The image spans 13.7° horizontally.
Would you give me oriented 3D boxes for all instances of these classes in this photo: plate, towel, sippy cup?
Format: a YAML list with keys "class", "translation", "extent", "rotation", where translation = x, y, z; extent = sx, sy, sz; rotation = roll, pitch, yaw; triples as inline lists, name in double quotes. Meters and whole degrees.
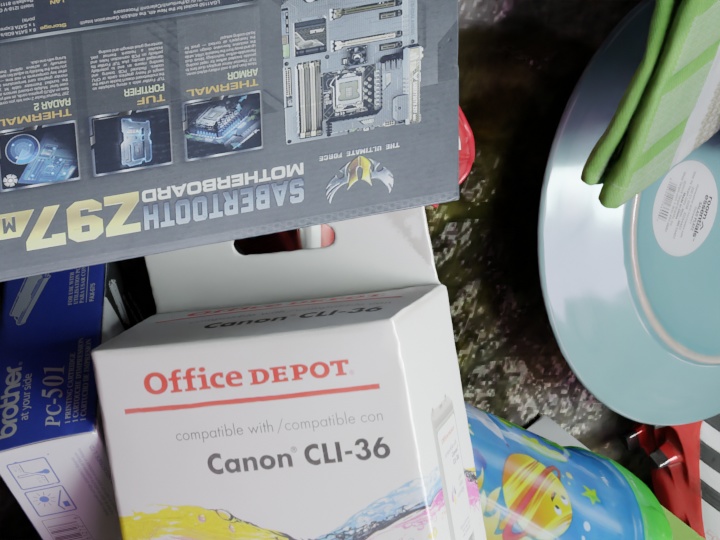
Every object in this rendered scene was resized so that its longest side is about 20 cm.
- class: "plate"
  translation: [0.154, -0.029, 1.279]
  extent: [0.200, 0.026, 0.200]
  rotation: [-14, 111, -40]
- class: "towel"
  translation: [0.162, -0.122, 1.178]
  extent: [0.200, 0.031, 0.149]
  rotation: [-36, 153, -44]
- class: "sippy cup"
  translation: [0.033, 0.110, 1.180]
  extent: [0.130, 0.178, 0.140]
  rotation: [35, 58, -37]

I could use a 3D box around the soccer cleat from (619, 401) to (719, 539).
- class: "soccer cleat"
  translation: [0.168, 0.101, 1.387]
  extent: [0.085, 0.069, 0.200]
  rotation: [-28, 128, -17]

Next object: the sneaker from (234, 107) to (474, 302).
- class: "sneaker"
  translation: [0.000, 0.000, 1.141]
  extent: [0.115, 0.078, 0.200]
  rotation: [-7, 104, -41]

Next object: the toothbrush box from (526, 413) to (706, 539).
- class: "toothbrush box"
  translation: [0.131, 0.178, 1.306]
  extent: [0.086, 0.200, 0.146]
  rotation: [-39, 136, -12]

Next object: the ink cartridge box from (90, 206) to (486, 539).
- class: "ink cartridge box"
  translation: [-0.023, 0.072, 1.052]
  extent: [0.067, 0.116, 0.200]
  rotation: [-33, 114, -70]

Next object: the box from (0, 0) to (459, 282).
- class: "box"
  translation: [-0.067, -0.082, 0.978]
  extent: [0.200, 0.051, 0.158]
  rotation: [-11, 124, -13]

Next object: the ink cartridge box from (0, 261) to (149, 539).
- class: "ink cartridge box"
  translation: [-0.081, 0.091, 1.143]
  extent: [0.044, 0.094, 0.200]
  rotation: [-13, 135, 13]
